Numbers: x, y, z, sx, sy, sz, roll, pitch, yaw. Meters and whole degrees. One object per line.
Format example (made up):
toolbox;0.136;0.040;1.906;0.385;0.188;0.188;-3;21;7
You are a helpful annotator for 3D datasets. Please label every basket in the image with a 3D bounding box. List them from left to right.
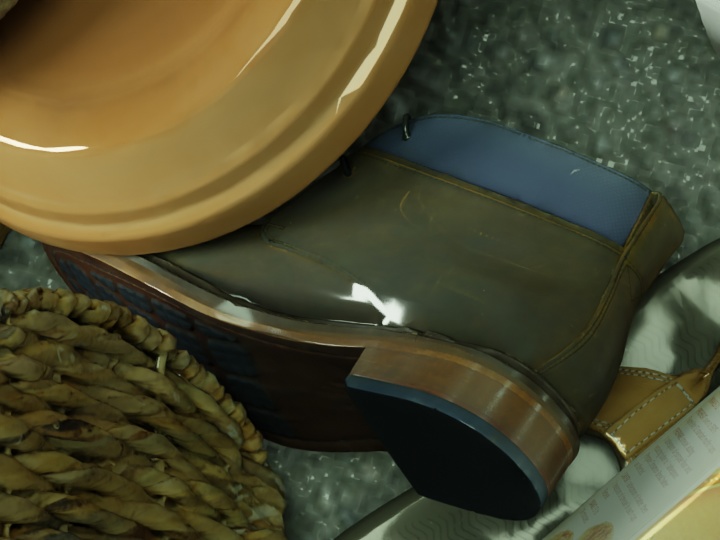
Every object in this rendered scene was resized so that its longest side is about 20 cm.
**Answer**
basket;-0.123;0.086;0.770;0.148;0.200;0.143;-12;70;23

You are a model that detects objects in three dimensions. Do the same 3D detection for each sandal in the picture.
sandal;0.061;0.061;0.811;0.200;0.055;0.082;-32;76;6

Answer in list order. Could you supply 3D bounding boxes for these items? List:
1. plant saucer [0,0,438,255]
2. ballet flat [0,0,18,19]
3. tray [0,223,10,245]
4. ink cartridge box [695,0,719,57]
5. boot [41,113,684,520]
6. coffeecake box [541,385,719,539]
plant saucer;-0.067;-0.106;0.814;0.199;0.037;0.201;-6;76;27
ballet flat;-0.103;-0.116;0.777;0.200;0.065;0.071;-41;61;14
tray;-0.160;-0.030;0.885;0.098;0.037;0.200;30;88;15
ink cartridge box;0.215;-0.080;0.783;0.200;0.084;0.146;33;89;15
boot;0.000;0.000;0.826;0.200;0.075;0.097;21;63;37
coffeecake box;0.117;0.121;0.756;0.200;0.073;0.154;-41;97;4
